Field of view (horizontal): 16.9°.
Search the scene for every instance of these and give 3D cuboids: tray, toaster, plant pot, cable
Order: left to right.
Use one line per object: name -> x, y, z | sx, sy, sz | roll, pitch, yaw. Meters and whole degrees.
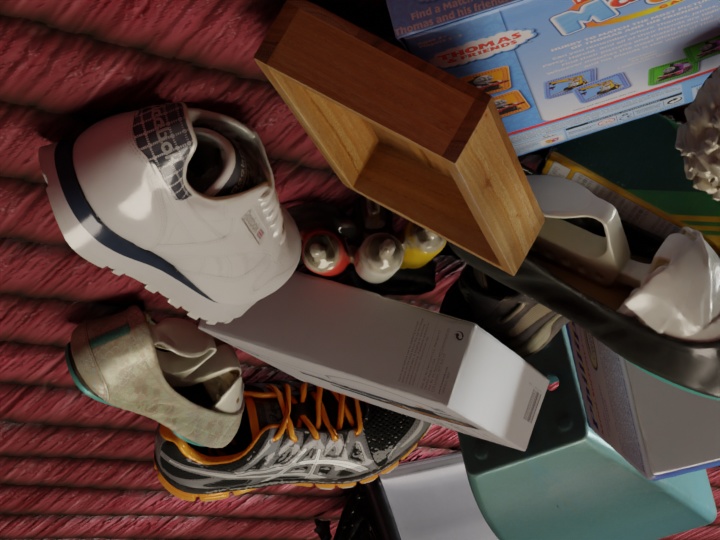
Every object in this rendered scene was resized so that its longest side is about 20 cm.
cable -> 0.000, 0.000, 1.333 | 0.096, 0.051, 0.200 | -9, 164, 0
tray -> 0.023, -0.057, 1.086 | 0.098, 0.037, 0.200 | 28, 174, 16
toaster -> 0.055, 0.255, 2.028 | 0.118, 0.201, 0.181 | -12, 156, -18
plant pot -> 0.140, 0.109, 1.686 | 0.141, 0.142, 0.200 | -20, 156, 18

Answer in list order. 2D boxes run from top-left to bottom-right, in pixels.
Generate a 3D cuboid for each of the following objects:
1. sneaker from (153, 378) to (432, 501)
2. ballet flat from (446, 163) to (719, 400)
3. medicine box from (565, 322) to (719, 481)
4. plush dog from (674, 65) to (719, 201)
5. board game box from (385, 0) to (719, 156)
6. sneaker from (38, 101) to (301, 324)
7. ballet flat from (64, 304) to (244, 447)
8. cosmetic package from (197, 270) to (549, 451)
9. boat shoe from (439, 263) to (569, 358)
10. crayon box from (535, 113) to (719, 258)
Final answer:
sneaker -> -0.044, 0.104, 1.607 | 0.199, 0.079, 0.077 | -16, 155, 0
ballet flat -> 0.128, 0.002, 1.185 | 0.199, 0.068, 0.069 | 25, 148, 13
medicine box -> 0.232, 0.043, 1.479 | 0.181, 0.104, 0.200 | -13, -174, -3
plush dog -> 0.259, -0.034, 1.115 | 0.199, 0.160, 0.172 | -32, 140, -23
board game box -> 0.101, -0.107, 1.082 | 0.150, 0.037, 0.200 | -17, 165, 7
sneaker -> -0.068, -0.030, 1.141 | 0.080, 0.077, 0.200 | -30, 161, 17
ballet flat -> -0.103, 0.063, 1.433 | 0.062, 0.068, 0.200 | -29, 161, 14
cosmetic package -> 0.012, 0.048, 1.373 | 0.150, 0.052, 0.200 | 19, 175, 19
boat shoe -> 0.095, -0.004, 1.399 | 0.073, 0.075, 0.200 | 22, 153, -23
crayon box -> 0.181, -0.010, 1.248 | 0.199, 0.052, 0.126 | 30, 160, 2
